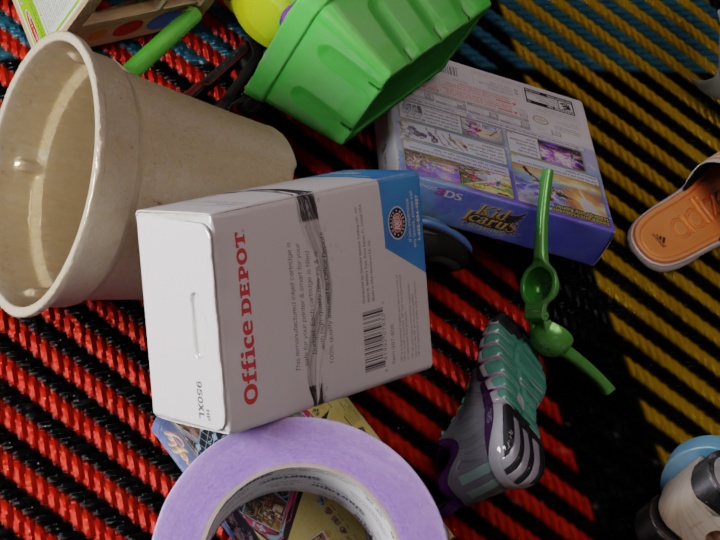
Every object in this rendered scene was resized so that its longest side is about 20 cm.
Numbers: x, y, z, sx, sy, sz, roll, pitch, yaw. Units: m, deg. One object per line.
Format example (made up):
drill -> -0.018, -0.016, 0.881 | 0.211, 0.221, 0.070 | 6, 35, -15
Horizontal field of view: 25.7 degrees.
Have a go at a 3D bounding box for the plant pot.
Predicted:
plant pot -> -0.153, -0.055, 1.149 | 0.182, 0.200, 0.202 | 10, 56, -34

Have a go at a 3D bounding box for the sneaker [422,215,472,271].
sneaker -> 0.000, 0.000, 1.260 | 0.198, 0.071, 0.084 | -7, 86, -32

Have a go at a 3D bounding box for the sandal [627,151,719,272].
sandal -> 0.329, -0.062, 1.451 | 0.206, 0.059, 0.079 | -33, 78, -37

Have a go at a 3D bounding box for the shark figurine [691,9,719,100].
shark figurine -> 0.358, -0.205, 1.527 | 0.128, 0.089, 0.216 | -38, 120, -31

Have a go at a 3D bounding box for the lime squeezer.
lime squeezer -> 0.161, 0.023, 1.275 | 0.070, 0.038, 0.202 | -26, 107, -24

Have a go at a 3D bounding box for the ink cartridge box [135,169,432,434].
ink cartridge box -> -0.049, 0.015, 1.086 | 0.199, 0.084, 0.146 | -14, 104, -44

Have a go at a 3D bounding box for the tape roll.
tape roll -> -0.042, 0.205, 1.054 | 0.198, 0.085, 0.202 | 2, 71, -6

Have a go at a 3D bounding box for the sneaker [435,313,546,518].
sneaker -> 0.092, 0.108, 1.229 | 0.075, 0.087, 0.200 | 51, 23, -18

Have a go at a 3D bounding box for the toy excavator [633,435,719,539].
toy excavator -> 0.344, 0.184, 1.294 | 0.194, 0.100, 0.200 | 39, 43, -1

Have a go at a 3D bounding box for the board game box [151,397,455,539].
board game box -> -0.041, 0.155, 1.155 | 0.135, 0.035, 0.200 | -30, 77, -36

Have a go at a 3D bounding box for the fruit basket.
fruit basket -> -0.026, -0.223, 1.290 | 0.214, 0.156, 0.217 | 16, 51, -21

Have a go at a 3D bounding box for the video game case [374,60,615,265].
video game case -> 0.109, -0.101, 1.353 | 0.198, 0.046, 0.182 | 15, 40, -17

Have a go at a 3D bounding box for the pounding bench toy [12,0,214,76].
pounding bench toy -> -0.178, -0.225, 1.263 | 0.155, 0.124, 0.201 | -17, 81, -34

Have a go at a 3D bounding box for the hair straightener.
hair straightener -> -0.103, -0.133, 1.307 | 0.077, 0.041, 0.200 | 39, 48, 1
